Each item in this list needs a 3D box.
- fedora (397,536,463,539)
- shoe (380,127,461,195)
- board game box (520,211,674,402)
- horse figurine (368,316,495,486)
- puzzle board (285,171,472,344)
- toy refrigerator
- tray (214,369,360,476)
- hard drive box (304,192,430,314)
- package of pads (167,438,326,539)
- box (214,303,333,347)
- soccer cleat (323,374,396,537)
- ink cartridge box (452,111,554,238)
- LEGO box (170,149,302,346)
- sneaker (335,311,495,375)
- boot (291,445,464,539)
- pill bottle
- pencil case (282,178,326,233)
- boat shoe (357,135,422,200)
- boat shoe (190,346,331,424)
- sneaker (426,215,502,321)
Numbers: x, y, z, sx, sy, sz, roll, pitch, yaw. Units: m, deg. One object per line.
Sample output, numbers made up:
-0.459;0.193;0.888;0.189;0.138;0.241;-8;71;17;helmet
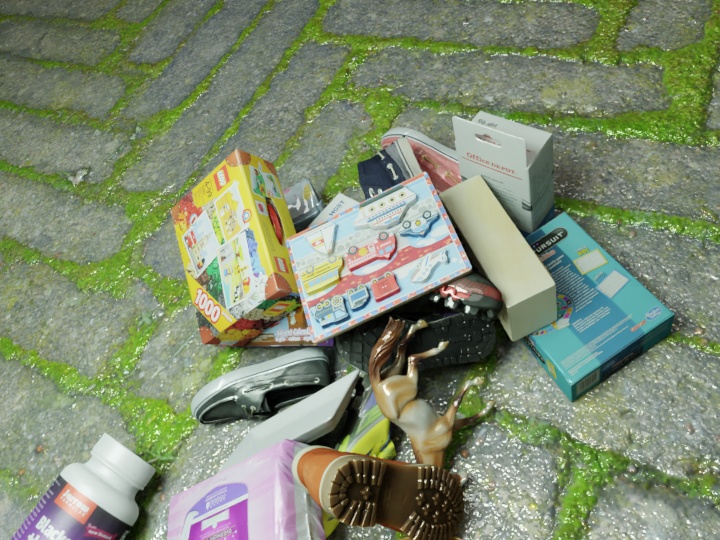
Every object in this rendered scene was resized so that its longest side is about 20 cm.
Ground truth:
0.060;0.345;0.598;0.194;0.083;0.206;-9;52;12;fedora
0.091;-0.153;0.972;0.197;0.072;0.091;29;64;31;shoe
0.262;0.038;0.782;0.148;0.047;0.202;-31;50;-4;board game box
0.072;0.148;0.708;0.132;0.201;0.050;-44;9;-13;horse figurine
0.014;-0.021;0.725;0.195;0.017;0.154;-24;57;5;puzzle board
0.172;-0.022;0.781;0.068;0.077;0.203;-24;49;1;toy refrigerator
-0.083;0.191;0.738;0.197;0.022;0.108;-33;9;26;tray
0.000;0.000;0.886;0.197;0.078;0.157;28;66;34;hard drive box
-0.127;0.282;0.681;0.197;0.075;0.123;-31;45;25;package of pads
-0.123;0.034;0.857;0.195;0.039;0.142;-6;80;35;box
0.001;0.221;0.729;0.082;0.065;0.205;28;73;-10;soccer cleat
0.196;-0.133;0.835;0.114;0.202;0.068;28;65;34;ink cartridge box
-0.159;-0.025;0.819;0.147;0.076;0.205;-33;65;27;LEGO box
0.063;0.087;0.776;0.193;0.087;0.079;0;92;-9;sneaker
0.021;0.226;0.645;0.106;0.197;0.077;-4;63;54;boot
-0.341;0.309;0.750;0.109;0.113;0.203;18;62;29;pill bottle
-0.148;-0.069;0.981;0.195;0.085;0.091;-26;11;-4;pencil case
0.055;-0.101;0.877;0.091;0.075;0.203;-25;44;8;boat shoe
-0.130;0.162;0.817;0.195;0.069;0.058;-22;50;-1;boat shoe
0.097;-0.015;0.741;0.199;0.070;0.100;32;95;44;sneaker
